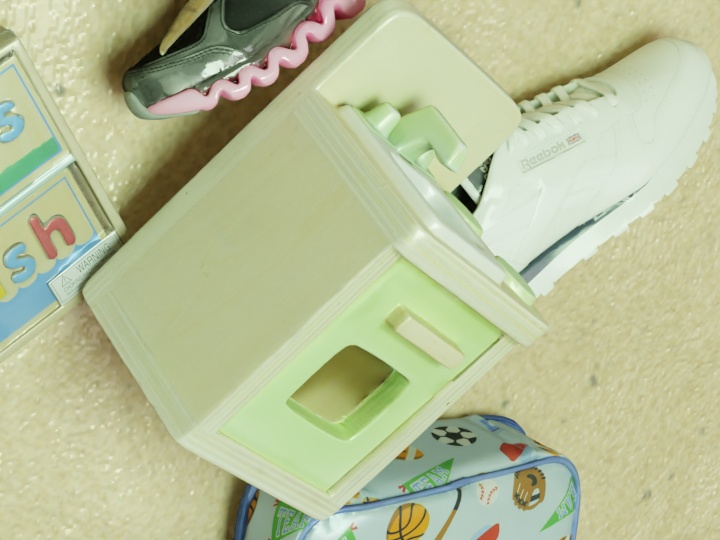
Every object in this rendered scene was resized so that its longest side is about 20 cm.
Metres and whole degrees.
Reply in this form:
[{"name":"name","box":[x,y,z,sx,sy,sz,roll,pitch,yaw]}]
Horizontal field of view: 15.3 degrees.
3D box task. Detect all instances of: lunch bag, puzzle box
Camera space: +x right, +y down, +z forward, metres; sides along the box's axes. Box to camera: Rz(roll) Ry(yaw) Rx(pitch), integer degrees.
[{"name":"lunch bag","box":[0.017,0.163,1.375,0.199,0.076,0.161,-8,117,-33]},{"name":"puzzle box","box":[-0.204,0.000,1.177,0.200,0.025,0.133,-39,127,-15]}]

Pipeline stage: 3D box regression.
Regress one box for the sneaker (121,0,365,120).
[{"name":"sneaker","box":[-0.038,-0.147,1.211,0.200,0.079,0.096,-39,106,-15]}]

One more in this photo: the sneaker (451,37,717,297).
[{"name":"sneaker","box":[0.096,-0.055,1.337,0.200,0.076,0.081,-44,119,-13]}]

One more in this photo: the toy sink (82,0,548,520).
[{"name":"toy sink","box":[0.000,0.000,1.218,0.200,0.112,0.130,-43,144,8]}]

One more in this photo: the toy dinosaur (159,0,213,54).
[{"name":"toy dinosaur","box":[-0.038,-0.197,1.160,0.106,0.060,0.201,-1,103,-18]}]
